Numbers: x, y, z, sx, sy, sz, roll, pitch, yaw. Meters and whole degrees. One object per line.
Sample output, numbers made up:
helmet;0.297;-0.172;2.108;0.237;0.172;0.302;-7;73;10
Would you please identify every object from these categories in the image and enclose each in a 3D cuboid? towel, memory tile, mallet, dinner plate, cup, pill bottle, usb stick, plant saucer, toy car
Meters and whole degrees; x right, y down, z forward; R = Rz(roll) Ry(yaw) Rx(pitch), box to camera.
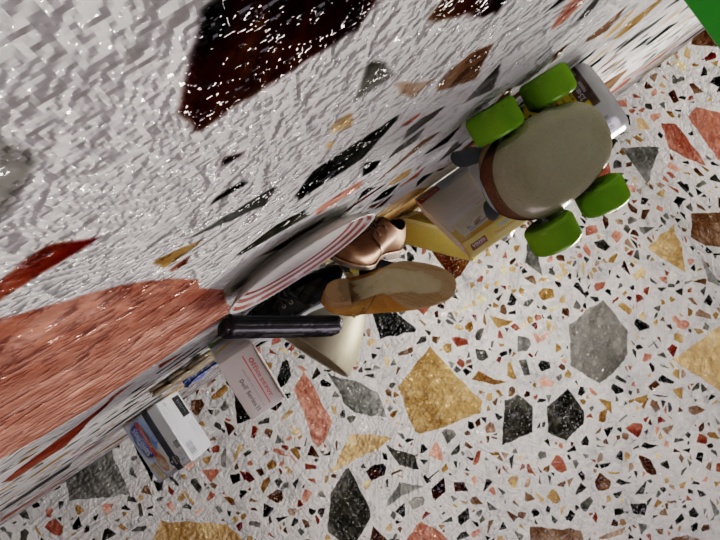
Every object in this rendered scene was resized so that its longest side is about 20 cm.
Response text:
towel;-0.393;0.253;1.424;0.200;0.024;0.145;-35;178;1
memory tile;-0.354;0.206;1.100;0.153;0.017;0.200;-35;178;8
mallet;0.000;0.000;0.911;0.066;0.041;0.200;9;178;-24
dinner plate;-0.070;-0.014;0.588;0.200;0.024;0.200;-36;178;-1
cup;-0.069;0.087;0.969;0.143;0.200;0.200;-56;-177;-15
pill bottle;0.252;-0.181;0.710;0.200;0.109;0.109;-36;177;28
usb stick;-0.120;0.088;0.797;0.200;0.033;0.055;3;159;-34
plant saucer;0.160;-0.082;1.071;0.200;0.200;0.049;-31;135;-66
toy car;0.178;-0.116;0.609;0.158;0.164;0.200;-34;-170;-17

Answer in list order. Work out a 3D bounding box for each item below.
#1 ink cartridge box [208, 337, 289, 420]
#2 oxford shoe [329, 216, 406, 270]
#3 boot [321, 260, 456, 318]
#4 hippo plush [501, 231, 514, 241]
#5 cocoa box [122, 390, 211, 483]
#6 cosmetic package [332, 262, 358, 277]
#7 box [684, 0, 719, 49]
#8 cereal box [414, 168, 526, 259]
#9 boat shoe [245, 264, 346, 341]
ink cartridge box;-0.198;0.178;0.881;0.067;0.117;0.200;-32;-166;-18
oxford shoe;0.013;-0.049;0.797;0.200;0.071;0.071;-26;140;-59
boot;0.039;0.035;0.793;0.201;0.071;0.144;-4;169;0
hippo plush;0.274;-0.177;1.089;0.161;0.200;0.159;-59;-158;11
cocoa box;-0.569;0.489;1.507;0.131;0.200;0.133;-34;178;8
cosmetic package;-0.055;0.030;1.096;0.200;0.071;0.105;-36;178;26
box;0.368;-0.224;0.381;0.176;0.200;0.097;-34;177;-9
cereal box;0.189;-0.112;0.838;0.144;0.040;0.200;-35;-148;3
boat shoe;-0.109;0.048;0.844;0.200;0.070;0.066;-23;147;-15
